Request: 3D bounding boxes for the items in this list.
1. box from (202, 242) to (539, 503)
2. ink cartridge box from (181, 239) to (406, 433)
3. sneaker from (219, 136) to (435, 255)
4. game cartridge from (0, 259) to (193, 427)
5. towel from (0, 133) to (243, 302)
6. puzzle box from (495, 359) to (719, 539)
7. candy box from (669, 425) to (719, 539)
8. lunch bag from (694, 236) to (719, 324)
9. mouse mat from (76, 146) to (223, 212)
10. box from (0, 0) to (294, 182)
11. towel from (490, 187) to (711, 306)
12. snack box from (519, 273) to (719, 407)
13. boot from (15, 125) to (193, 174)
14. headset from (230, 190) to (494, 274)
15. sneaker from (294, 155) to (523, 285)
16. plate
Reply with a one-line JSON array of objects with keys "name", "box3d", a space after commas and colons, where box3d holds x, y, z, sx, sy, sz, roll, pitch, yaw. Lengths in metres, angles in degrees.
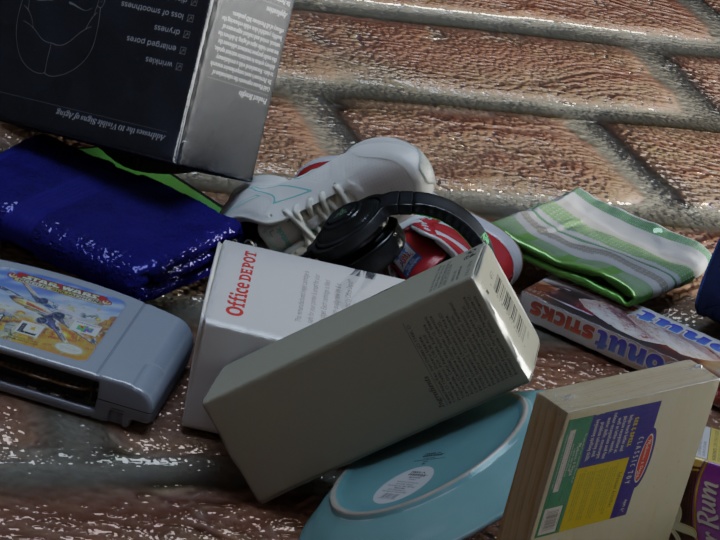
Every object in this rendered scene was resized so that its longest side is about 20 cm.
[{"name": "box", "box3d": [0.007, 0.065, 1.468, 0.199, 0.083, 0.068, -24, 14, 18]}, {"name": "ink cartridge box", "box3d": [-0.013, 0.061, 1.594, 0.198, 0.086, 0.147, 12, 23, -2]}, {"name": "sneaker", "box3d": [-0.031, -0.042, 1.769, 0.199, 0.071, 0.080, -17, 20, 34]}, {"name": "game cartridge", "box3d": [-0.219, 0.042, 1.587, 0.199, 0.042, 0.133, 16, 28, 4]}, {"name": "towel", "box3d": [-0.203, -0.034, 1.739, 0.199, 0.050, 0.147, 23, 29, 24]}, {"name": "puzzle box", "box3d": [0.128, 0.151, 1.332, 0.132, 0.201, 0.025, -8, 31, -42]}, {"name": "candy box", "box3d": [0.212, 0.161, 1.460, 0.199, 0.117, 0.057, 16, 23, 6]}, {"name": "lunch bag", "box3d": [0.370, -0.026, 1.858, 0.132, 0.201, 0.136, 28, 22, 23]}, {"name": "mouse mat", "box3d": [-0.214, -0.059, 1.846, 0.199, 0.008, 0.161, -11, 34, -45]}, {"name": "box", "box3d": [-0.169, -0.188, 1.800, 0.199, 0.198, 0.124, 15, 1, 28]}, {"name": "towel", "box3d": [0.199, -0.022, 1.933, 0.148, 0.031, 0.200, 23, 17, 21]}, {"name": "snack box", "box3d": [0.222, 0.055, 1.814, 0.199, 0.024, 0.072, 25, 24, 23]}, {"name": "boot", "box3d": [-0.181, -0.140, 1.955, 0.199, 0.078, 0.138, 21, 18, 22]}, {"name": "headset", "box3d": [0.000, 0.000, 1.702, 0.198, 0.124, 0.094, -3, 24, 5]}, {"name": "sneaker", "box3d": [0.021, -0.029, 1.830, 0.199, 0.072, 0.112, 24, 22, 16]}, {"name": "plate", "box3d": [0.046, 0.119, 1.423, 0.199, 0.026, 0.200, -25, 15, 7]}]
